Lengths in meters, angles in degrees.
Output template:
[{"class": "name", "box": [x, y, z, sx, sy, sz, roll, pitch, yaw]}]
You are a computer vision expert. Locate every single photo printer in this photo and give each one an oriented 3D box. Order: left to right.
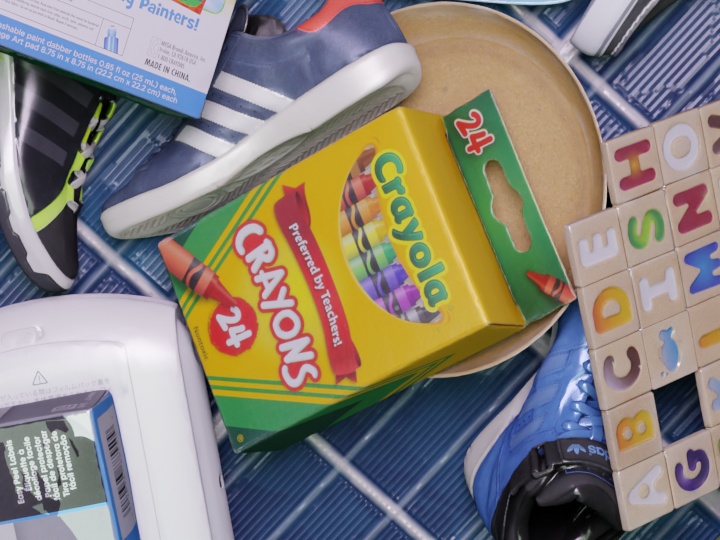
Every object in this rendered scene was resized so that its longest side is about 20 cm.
[{"class": "photo printer", "box": [-0.160, 0.114, 1.192, 0.166, 0.069, 0.200, -10, 97, 3]}]

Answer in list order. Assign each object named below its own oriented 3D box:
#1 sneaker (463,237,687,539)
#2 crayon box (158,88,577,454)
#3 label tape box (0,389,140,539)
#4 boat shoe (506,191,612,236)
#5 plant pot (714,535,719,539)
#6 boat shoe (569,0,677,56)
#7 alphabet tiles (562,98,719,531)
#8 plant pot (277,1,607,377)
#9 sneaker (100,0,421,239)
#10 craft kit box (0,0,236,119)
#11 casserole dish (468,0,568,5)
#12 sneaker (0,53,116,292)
[{"class": "sneaker", "box": [0.127, 0.075, 1.142, 0.077, 0.111, 0.200, 22, 114, -24]}, {"class": "crayon box", "box": [0.000, 0.000, 1.133, 0.200, 0.051, 0.127, -29, 74, 25]}, {"class": "label tape box", "box": [-0.217, 0.153, 1.131, 0.200, 0.066, 0.143, -11, 97, 2]}, {"class": "boat shoe", "box": [0.164, -0.023, 1.179, 0.200, 0.062, 0.073, -6, 98, 1]}, {"class": "plant pot", "box": [0.210, 0.226, 1.164, 0.190, 0.200, 0.200, -32, 97, 16]}, {"class": "boat shoe", "box": [0.191, -0.188, 1.153, 0.057, 0.069, 0.200, 38, 94, 0]}, {"class": "alphabet tiles", "box": [0.182, 0.015, 1.131, 0.167, 0.008, 0.200, -21, 106, -31]}, {"class": "plant pot", "box": [0.045, -0.043, 1.154, 0.200, 0.027, 0.200, -1, 88, 30]}, {"class": "sneaker", "box": [-0.065, -0.091, 1.163, 0.200, 0.075, 0.085, -30, 79, 16]}, {"class": "craft kit box", "box": [-0.140, -0.198, 1.061, 0.200, 0.049, 0.198, 20, 89, -34]}, {"class": "casserole dish", "box": [0.049, -0.208, 1.166, 0.200, 0.039, 0.121, 4, 98, 0]}, {"class": "sneaker", "box": [-0.160, -0.088, 1.164, 0.083, 0.072, 0.200, -7, 98, 0]}]
